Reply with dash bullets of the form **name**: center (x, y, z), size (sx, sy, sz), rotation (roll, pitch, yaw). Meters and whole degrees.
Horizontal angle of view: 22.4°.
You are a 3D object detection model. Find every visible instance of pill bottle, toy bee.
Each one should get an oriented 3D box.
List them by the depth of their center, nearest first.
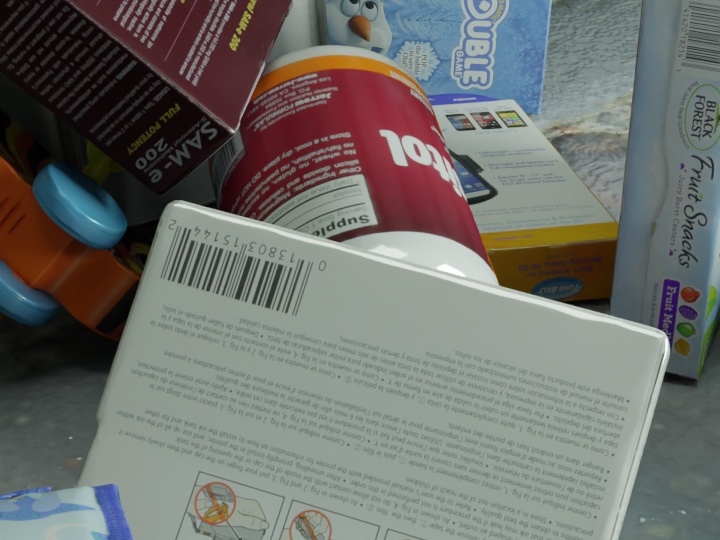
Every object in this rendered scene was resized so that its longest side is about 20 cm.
- **pill bottle**: center (0.000, 0.000, 0.811), size (0.113, 0.113, 0.200), rotation (-4, 45, -13)
- **toy bee**: center (-0.134, -0.003, 0.852), size (0.131, 0.200, 0.109), rotation (-26, -8, 17)

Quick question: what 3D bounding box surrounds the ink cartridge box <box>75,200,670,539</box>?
- **ink cartridge box**: center (-0.004, 0.083, 0.679), size (0.200, 0.176, 0.045), rotation (15, -11, 13)

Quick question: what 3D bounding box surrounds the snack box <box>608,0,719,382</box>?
- **snack box**: center (0.166, -0.068, 0.876), size (0.053, 0.200, 0.142), rotation (13, 30, 18)

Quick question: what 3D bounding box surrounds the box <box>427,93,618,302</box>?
- **box**: center (0.053, -0.043, 0.987), size (0.119, 0.041, 0.200), rotation (-5, 28, -14)

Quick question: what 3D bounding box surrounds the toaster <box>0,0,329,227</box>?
- **toaster**: center (-0.121, -0.106, 0.973), size (0.181, 0.119, 0.200), rotation (-23, 24, -37)

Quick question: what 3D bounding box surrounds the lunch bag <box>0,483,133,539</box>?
- **lunch bag**: center (-0.141, 0.148, 0.539), size (0.170, 0.127, 0.200), rotation (-5, 40, -14)

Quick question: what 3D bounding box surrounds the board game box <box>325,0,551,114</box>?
- **board game box**: center (0.018, -0.197, 1.091), size (0.199, 0.200, 0.043), rotation (2, 27, 0)

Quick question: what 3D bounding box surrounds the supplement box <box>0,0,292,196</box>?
- **supplement box**: center (-0.133, -0.138, 0.798), size (0.200, 0.061, 0.109), rotation (39, 40, -17)
